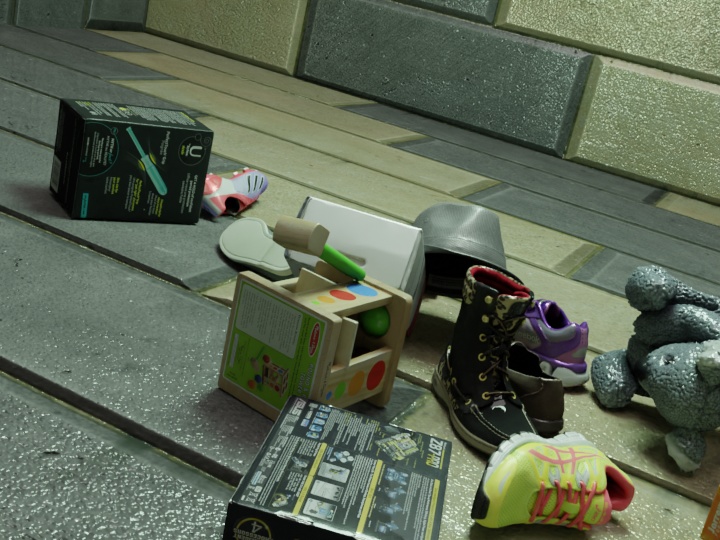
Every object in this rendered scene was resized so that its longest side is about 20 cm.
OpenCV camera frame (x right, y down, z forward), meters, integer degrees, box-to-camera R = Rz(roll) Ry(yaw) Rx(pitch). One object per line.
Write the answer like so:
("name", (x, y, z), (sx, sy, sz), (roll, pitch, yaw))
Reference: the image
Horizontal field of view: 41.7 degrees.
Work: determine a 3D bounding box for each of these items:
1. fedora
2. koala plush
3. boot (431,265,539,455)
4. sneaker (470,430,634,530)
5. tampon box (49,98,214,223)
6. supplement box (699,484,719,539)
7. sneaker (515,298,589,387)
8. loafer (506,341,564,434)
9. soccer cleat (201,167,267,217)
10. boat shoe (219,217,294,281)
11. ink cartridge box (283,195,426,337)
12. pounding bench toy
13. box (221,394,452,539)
("fedora", (0.126, -0.031, 1.226), (0.176, 0.091, 0.200), (19, -18, -17))
("koala plush", (0.376, 0.116, 1.067), (0.183, 0.178, 0.200), (19, 18, 4))
("boot", (0.142, 0.094, 0.992), (0.073, 0.152, 0.200), (8, 18, -18))
("sneaker", (0.177, 0.194, 0.840), (0.199, 0.079, 0.090), (-4, 27, -45))
("tampon box", (-0.344, -0.164, 1.419), (0.199, 0.151, 0.126), (1, 22, -35))
("supplement box", (0.403, 0.259, 0.826), (0.068, 0.067, 0.200), (-4, 24, -36))
("sneaker", (0.219, 0.072, 1.223), (0.080, 0.089, 0.200), (-6, 24, -42))
("loafer", (0.178, 0.112, 1.096), (0.073, 0.071, 0.200), (3, 20, -29))
("soccer cleat", (-0.207, -0.124, 1.571), (0.077, 0.067, 0.200), (52, 22, 11))
("boat shoe", (-0.130, -0.019, 1.321), (0.200, 0.073, 0.062), (24, -24, 49))
("ink cartridge box", (0.000, 0.000, 1.135), (0.145, 0.085, 0.200), (17, -14, 10))
("pounding bench toy", (-0.032, 0.037, 0.957), (0.124, 0.201, 0.156), (24, 21, 31))
("box", (-0.010, 0.181, 0.786), (0.160, 0.049, 0.200), (13, 18, 5))
